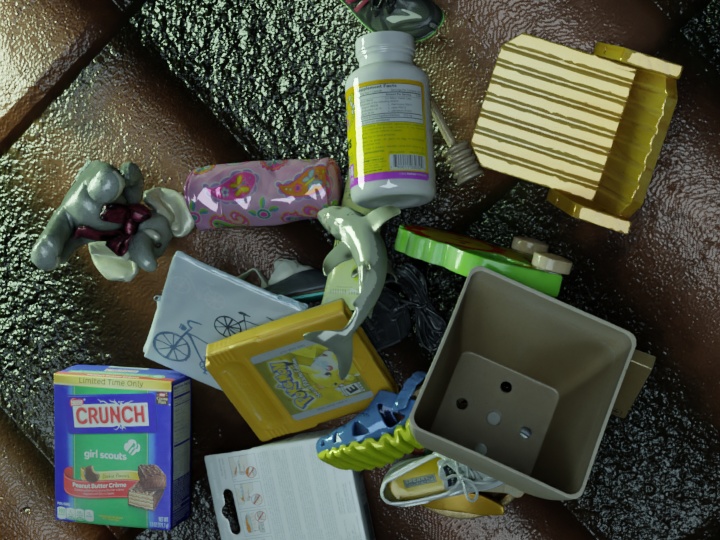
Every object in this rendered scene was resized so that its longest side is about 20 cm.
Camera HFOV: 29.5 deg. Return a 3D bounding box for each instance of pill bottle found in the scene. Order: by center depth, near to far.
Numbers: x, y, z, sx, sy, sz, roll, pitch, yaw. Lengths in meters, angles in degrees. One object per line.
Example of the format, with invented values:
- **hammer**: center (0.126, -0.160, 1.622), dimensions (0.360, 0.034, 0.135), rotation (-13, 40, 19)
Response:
- **pill bottle**: center (0.035, -0.180, 1.640), dimensions (0.104, 0.104, 0.201), rotation (-5, 80, 13)

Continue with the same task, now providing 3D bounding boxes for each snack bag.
- **snack bag**: center (-0.175, 0.074, 1.731), dimensions (0.188, 0.021, 0.201), rotation (23, 130, 2)

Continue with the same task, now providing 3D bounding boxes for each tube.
- **tube**: center (-0.002, -0.048, 1.687), dimensions (0.052, 0.058, 0.201), rotation (12, 79, -12)

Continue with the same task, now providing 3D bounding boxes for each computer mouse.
- **computer mouse**: center (0.006, 0.067, 1.726), dimensions (0.199, 0.053, 0.139), rotation (-21, 118, 15)

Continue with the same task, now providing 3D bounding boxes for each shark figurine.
- **shark figurine**: center (0.011, 0.012, 1.606), dimensions (0.128, 0.089, 0.216), rotation (-17, 55, 27)

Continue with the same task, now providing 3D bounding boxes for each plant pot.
- **plant pot**: center (0.168, 0.145, 1.546), dimensions (0.199, 0.177, 0.201), rotation (24, 70, 2)

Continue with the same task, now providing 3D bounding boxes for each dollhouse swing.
- **dollhouse swing**: center (0.244, -0.175, 1.601), dimensions (0.175, 0.182, 0.201), rotation (16, 100, -10)

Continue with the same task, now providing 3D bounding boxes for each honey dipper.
- **honey dipper**: center (0.092, -0.202, 1.692), dimensions (0.038, 0.038, 0.201), rotation (-27, 87, 14)

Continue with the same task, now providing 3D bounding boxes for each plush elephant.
- **plush elephant**: center (-0.305, -0.056, 1.742), dimensions (0.155, 0.200, 0.165), rotation (39, 105, -18)

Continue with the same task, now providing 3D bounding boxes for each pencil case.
- **pencil case**: center (-0.123, -0.095, 1.728), dimensions (0.199, 0.087, 0.088), rotation (-4, 95, 14)

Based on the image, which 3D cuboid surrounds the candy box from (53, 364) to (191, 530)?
- **candy box**: center (-0.314, 0.232, 1.806), dimensions (0.168, 0.077, 0.201), rotation (2, 95, 13)

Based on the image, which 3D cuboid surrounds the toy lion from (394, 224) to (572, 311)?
- **toy lion**: center (0.137, -0.015, 1.625), dimensions (0.191, 0.200, 0.069), rotation (13, 98, -7)

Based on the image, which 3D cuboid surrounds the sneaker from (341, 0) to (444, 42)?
- **sneaker**: center (0.011, -0.345, 1.665), dimensions (0.199, 0.084, 0.077), rotation (33, 87, 7)

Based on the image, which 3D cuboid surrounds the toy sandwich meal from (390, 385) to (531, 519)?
- **toy sandwich meal**: center (0.130, 0.227, 1.710), dimensions (0.204, 0.070, 0.207), rotation (1, 96, 12)

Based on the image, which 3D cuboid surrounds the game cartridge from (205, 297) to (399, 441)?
- **game cartridge**: center (-0.075, 0.130, 1.713), dimensions (0.199, 0.033, 0.177), rotation (-20, 129, 15)

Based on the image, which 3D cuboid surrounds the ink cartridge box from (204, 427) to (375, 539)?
- **ink cartridge box**: center (-0.091, 0.299, 1.782), dimensions (0.199, 0.047, 0.161), rotation (-11, 94, 16)

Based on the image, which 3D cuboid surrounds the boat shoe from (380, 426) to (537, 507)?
- **boat shoe**: center (0.113, 0.240, 1.640), dimensions (0.201, 0.086, 0.075), rotation (-16, 92, 17)

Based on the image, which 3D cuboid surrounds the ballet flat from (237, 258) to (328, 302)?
- **ballet flat**: center (-0.113, 0.024, 1.745), dimensions (0.199, 0.073, 0.073), rotation (-20, 92, 18)

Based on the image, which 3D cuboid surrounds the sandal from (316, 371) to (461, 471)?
- **sandal**: center (0.034, 0.188, 1.694), dimensions (0.199, 0.079, 0.087), rotation (-22, 60, 16)

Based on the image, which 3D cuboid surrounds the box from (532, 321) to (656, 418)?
- **box**: center (0.242, 0.104, 1.635), dimensions (0.199, 0.164, 0.021), rotation (23, 65, 9)
